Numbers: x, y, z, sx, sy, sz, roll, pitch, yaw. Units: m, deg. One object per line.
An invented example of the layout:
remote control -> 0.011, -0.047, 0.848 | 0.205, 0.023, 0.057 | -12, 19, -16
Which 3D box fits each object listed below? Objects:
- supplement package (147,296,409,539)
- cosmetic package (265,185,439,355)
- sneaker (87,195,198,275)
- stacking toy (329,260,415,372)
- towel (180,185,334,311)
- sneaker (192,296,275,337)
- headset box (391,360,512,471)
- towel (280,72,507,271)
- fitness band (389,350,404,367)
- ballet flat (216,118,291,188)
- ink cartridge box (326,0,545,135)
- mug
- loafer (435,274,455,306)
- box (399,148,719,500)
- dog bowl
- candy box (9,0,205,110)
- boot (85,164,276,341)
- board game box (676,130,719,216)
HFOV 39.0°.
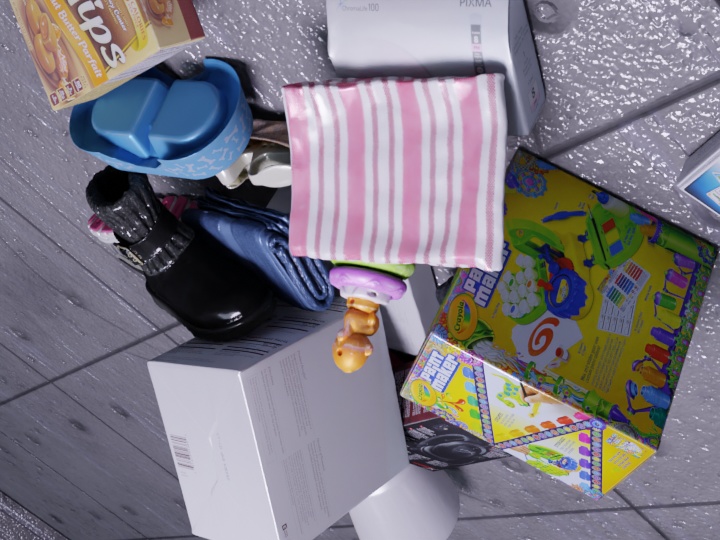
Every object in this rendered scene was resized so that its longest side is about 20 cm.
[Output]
supplement package -> -0.078, 0.147, 1.033 | 0.145, 0.199, 0.195 | 2, 109, 42
cosmetic package -> 0.000, 0.000, 1.065 | 0.148, 0.052, 0.202 | 11, 144, 26
sneaker -> -0.228, -0.033, 1.188 | 0.197, 0.074, 0.088 | 7, 146, 35
stacking toy -> 0.010, -0.011, 0.879 | 0.115, 0.204, 0.109 | 4, 169, 38
towel -> -0.102, -0.022, 1.032 | 0.199, 0.049, 0.112 | 16, 144, 53
sneaker -> -0.120, 0.062, 1.249 | 0.087, 0.077, 0.198 | 32, 156, -31
headset box -> 0.099, 0.158, 1.126 | 0.147, 0.079, 0.199 | 23, 149, -33
towel -> 0.022, -0.077, 0.796 | 0.197, 0.030, 0.149 | 5, 102, 33
fitness band -> -0.007, 0.125, 1.264 | 0.199, 0.038, 0.143 | 40, 144, -17
ballet flat -> -0.102, -0.111, 0.977 | 0.197, 0.068, 0.068 | 4, 141, 36
ink cartridge box -> 0.042, -0.193, 0.765 | 0.160, 0.058, 0.201 | 9, 147, 30
mug -> 0.023, 0.276, 1.339 | 0.184, 0.151, 0.154 | 4, 140, 33
loafer -> 0.158, 0.071, 1.029 | 0.200, 0.069, 0.070 | 38, 166, -18
box -> 0.165, 0.043, 0.848 | 0.190, 0.202, 0.123 | 27, 149, 4
dog bowl -> -0.187, -0.143, 0.969 | 0.197, 0.113, 0.050 | 9, 156, 30
candy box -> -0.228, -0.225, 0.891 | 0.198, 0.055, 0.117 | -11, 102, 48
boot -> -0.184, -0.023, 1.009 | 0.209, 0.079, 0.159 | 16, 139, 44
board game box -> 0.347, -0.047, 0.731 | 0.198, 0.035, 0.126 | 33, 147, -5
